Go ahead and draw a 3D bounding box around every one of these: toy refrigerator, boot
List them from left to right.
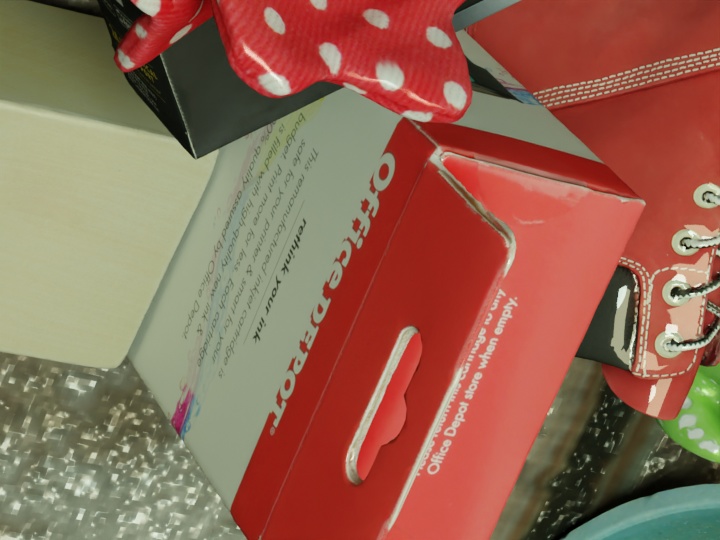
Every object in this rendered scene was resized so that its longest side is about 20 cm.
[{"bbox_3d":[-0.146,-0.038,0.755,0.199,0.070,0.076,11,119,-30],"label":"toy refrigerator"},{"bbox_3d":[0.116,-0.034,0.777,0.072,0.199,0.145,-7,93,-54],"label":"boot"}]

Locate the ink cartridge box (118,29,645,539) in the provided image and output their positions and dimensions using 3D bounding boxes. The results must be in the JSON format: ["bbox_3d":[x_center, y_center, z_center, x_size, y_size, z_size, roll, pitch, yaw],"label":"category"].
[{"bbox_3d":[0.000,0.000,0.763,0.067,0.200,0.117,12,112,-31],"label":"ink cartridge box"}]

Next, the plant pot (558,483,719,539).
[{"bbox_3d":[0.146,0.203,0.969,0.200,0.200,0.196,-45,135,4],"label":"plant pot"}]

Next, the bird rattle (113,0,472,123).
[{"bbox_3d":[-0.019,-0.130,0.589,0.200,0.112,0.163,36,79,-39],"label":"bird rattle"}]

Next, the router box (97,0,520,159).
[{"bbox_3d":[0.016,-0.140,0.692,0.199,0.052,0.158,-26,126,-13],"label":"router box"}]

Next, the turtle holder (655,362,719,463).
[{"bbox_3d":[0.144,-0.018,0.878,0.141,0.185,0.132,-13,130,-58],"label":"turtle holder"}]
